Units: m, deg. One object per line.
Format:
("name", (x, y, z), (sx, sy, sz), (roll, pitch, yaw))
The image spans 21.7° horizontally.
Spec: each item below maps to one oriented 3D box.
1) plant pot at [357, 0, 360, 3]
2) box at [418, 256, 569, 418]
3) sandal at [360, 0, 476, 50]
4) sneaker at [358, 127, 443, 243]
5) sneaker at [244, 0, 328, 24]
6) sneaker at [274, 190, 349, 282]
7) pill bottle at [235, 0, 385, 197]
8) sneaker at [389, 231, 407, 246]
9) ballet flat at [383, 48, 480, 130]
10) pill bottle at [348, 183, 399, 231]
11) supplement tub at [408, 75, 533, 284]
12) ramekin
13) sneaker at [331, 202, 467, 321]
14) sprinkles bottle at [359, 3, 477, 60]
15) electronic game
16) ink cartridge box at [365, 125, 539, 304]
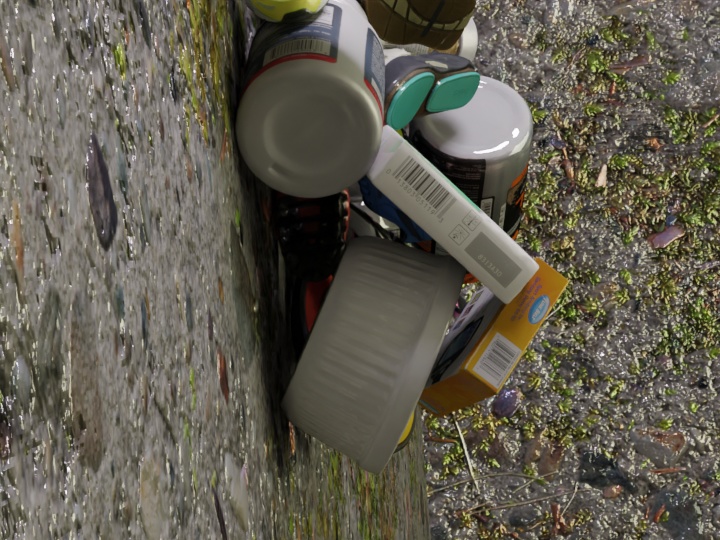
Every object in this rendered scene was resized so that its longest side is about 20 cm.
("plant pot", (-0.021, -0.326, 1.735), (0.200, 0.186, 0.189), (-41, 127, -66))
("box", (0.106, 0.063, 1.641), (0.119, 0.041, 0.200), (-56, -176, -17))
("sandal", (0.044, -0.248, 1.718), (0.081, 0.054, 0.200), (-57, 158, 12))
("sneaker", (0.020, -0.091, 1.734), (0.200, 0.078, 0.066), (48, 24, -41))
("sneaker", (-0.076, -0.293, 1.555), (0.091, 0.078, 0.201), (77, -2, -59))
("sneaker", (-0.043, -0.088, 1.726), (0.098, 0.070, 0.202), (28, 56, -82))
("pill bottle", (-0.038, -0.158, 1.571), (0.200, 0.118, 0.120), (-86, 170, -59))
("sneaker", (0.005, -0.027, 1.980), (0.201, 0.073, 0.081), (63, -5, 5))
("ballet flat", (0.042, -0.169, 1.700), (0.200, 0.073, 0.074), (-22, 109, -62))
("pill bottle", (-0.014, -0.137, 1.876), (0.113, 0.112, 0.202), (3, 82, -85))
("supplement tub", (0.105, -0.086, 1.878), (0.201, 0.121, 0.123), (93, -3, -51))
("ramekin", (0.007, 0.066, 1.635), (0.200, 0.104, 0.202), (-157, -90, -89))
("sneaker", (0.000, 0.000, 1.772), (0.200, 0.086, 0.080), (42, 5, 19))
("sprinkles bottle", (0.026, -0.221, 1.795), (0.199, 0.068, 0.069), (-6, 92, -47))
("electronic game", (-0.004, 0.082, 1.806), (0.200, 0.041, 0.201), (43, 34, -40))
("ink cartridge box", (0.062, -0.061, 1.605), (0.161, 0.050, 0.200), (41, 7, -17))
